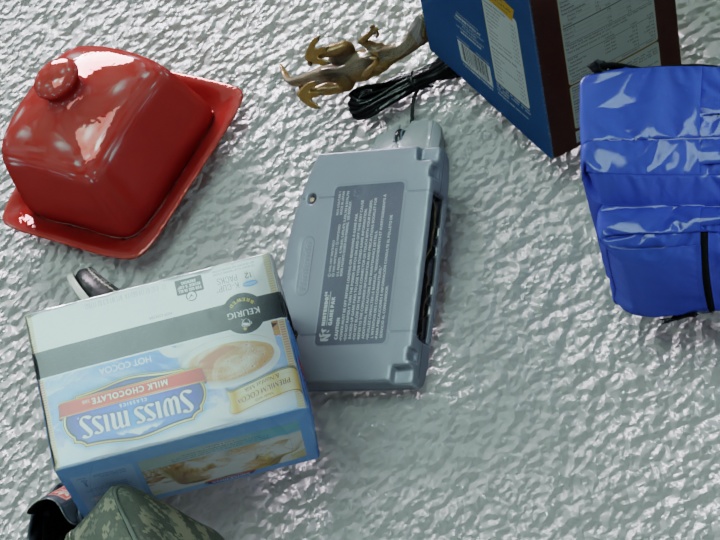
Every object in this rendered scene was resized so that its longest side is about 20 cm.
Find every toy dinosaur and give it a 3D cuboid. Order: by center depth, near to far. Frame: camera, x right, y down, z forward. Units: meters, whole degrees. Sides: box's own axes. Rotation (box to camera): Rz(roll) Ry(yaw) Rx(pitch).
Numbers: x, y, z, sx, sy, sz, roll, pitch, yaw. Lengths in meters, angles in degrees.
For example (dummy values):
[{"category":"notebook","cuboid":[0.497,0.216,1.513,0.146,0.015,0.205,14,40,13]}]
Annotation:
[{"category":"toy dinosaur","cuboid":[-0.021,-0.174,1.919,0.199,0.106,0.061,-13,92,36]}]

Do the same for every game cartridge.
[{"category":"game cartridge","cuboid":[0.000,0.000,1.773,0.132,0.041,0.202,-1,71,26]}]

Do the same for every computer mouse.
[{"category":"computer mouse","cuboid":[0.038,-0.100,1.852,0.109,0.044,0.201,-15,49,19]}]

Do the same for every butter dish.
[{"category":"butter dish","cuboid":[-0.242,-0.133,1.974,0.199,0.148,0.200,15,65,38]}]

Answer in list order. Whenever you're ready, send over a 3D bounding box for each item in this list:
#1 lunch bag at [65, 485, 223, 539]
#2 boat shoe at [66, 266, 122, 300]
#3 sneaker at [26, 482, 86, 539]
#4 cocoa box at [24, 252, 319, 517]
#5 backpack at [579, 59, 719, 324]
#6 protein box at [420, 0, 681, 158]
[{"category":"lunch bag","cuboid":[-0.168,0.287,1.608,0.168,0.139,0.200,-47,43,13]},{"category":"boat shoe","cuboid":[-0.177,0.050,1.844,0.060,0.074,0.200,-43,49,-6]},{"category":"sneaker","cuboid":[-0.218,0.183,1.757,0.074,0.085,0.201,3,58,32]},{"category":"cocoa box","cuboid":[-0.142,0.091,1.682,0.198,0.134,0.132,-14,68,-2]},{"category":"backpack","cuboid":[0.269,-0.055,1.604,0.198,0.163,0.169,-5,62,12]},{"category":"protein box","cuboid":[0.144,-0.241,1.768,0.134,0.201,0.199,-28,44,-15]}]
